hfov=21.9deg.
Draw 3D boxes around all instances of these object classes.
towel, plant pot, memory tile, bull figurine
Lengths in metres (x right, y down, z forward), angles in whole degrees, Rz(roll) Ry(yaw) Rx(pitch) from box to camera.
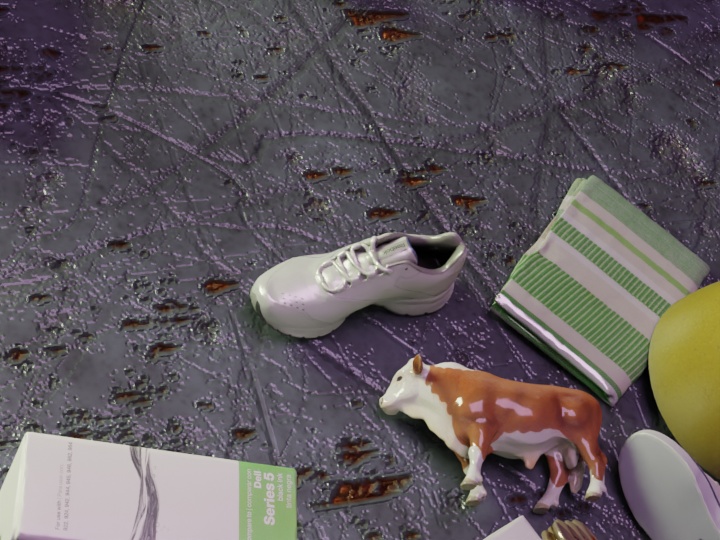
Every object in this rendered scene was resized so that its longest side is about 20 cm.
[{"bbox_3d":[0.219,0.014,1.691,0.152,0.023,0.200,38,51,2],"label":"towel"},{"bbox_3d":[0.374,0.078,1.628,0.199,0.142,0.201,13,58,-21],"label":"plant pot"},{"bbox_3d":[0.200,0.256,1.441,0.017,0.200,0.154,-39,77,7],"label":"memory tile"},{"bbox_3d":[0.116,0.134,1.545,0.198,0.065,0.122,6,61,-17],"label":"bull figurine"}]

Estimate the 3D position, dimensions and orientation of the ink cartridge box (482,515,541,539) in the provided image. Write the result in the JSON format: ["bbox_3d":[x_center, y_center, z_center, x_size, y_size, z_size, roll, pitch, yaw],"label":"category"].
[{"bbox_3d":[0.068,0.308,1.362,0.199,0.145,0.148,-25,70,-33],"label":"ink cartridge box"}]

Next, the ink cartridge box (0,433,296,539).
[{"bbox_3d":[-0.160,0.195,1.327,0.198,0.146,0.085,11,55,-17],"label":"ink cartridge box"}]

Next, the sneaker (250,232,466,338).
[{"bbox_3d":[0.000,0.000,1.566,0.199,0.087,0.075,-13,67,-28],"label":"sneaker"}]

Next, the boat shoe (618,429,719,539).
[{"bbox_3d":[0.297,0.218,1.575,0.200,0.071,0.070,50,27,17],"label":"boat shoe"}]
